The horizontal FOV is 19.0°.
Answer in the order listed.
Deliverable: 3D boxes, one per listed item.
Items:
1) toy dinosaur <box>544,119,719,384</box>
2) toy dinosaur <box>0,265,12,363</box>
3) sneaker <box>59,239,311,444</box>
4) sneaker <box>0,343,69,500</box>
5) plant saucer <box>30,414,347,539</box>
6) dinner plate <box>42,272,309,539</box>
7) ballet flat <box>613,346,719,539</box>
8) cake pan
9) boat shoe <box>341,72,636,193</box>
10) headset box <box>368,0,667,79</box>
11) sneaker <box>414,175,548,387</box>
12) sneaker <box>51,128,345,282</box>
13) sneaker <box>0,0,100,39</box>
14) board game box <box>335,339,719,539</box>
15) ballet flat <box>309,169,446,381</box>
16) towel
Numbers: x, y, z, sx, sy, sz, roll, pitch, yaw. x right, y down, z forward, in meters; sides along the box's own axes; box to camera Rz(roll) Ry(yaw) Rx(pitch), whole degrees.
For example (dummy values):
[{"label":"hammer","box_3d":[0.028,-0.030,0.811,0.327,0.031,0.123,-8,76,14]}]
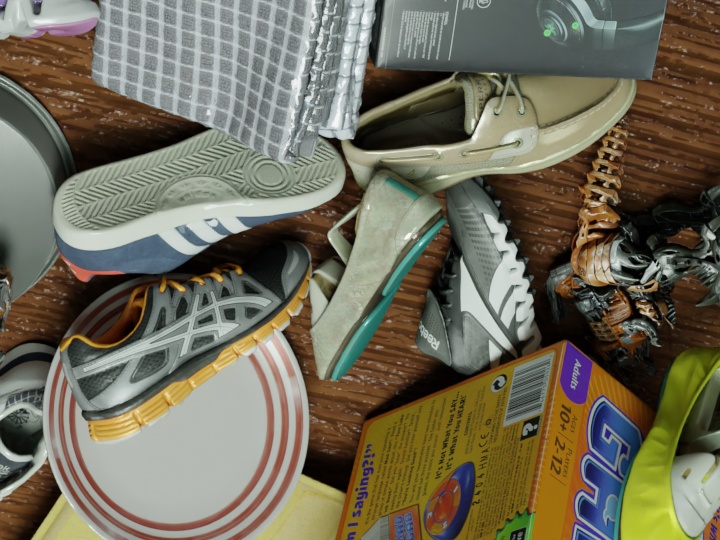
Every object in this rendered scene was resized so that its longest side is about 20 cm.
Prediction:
[{"label":"toy dinosaur","box_3d":[0.193,-0.006,1.499,0.136,0.102,0.200,-5,143,11]},{"label":"toy dinosaur","box_3d":[-0.305,0.052,1.345,0.136,0.200,0.102,29,123,14]},{"label":"sneaker","box_3d":[-0.114,0.032,1.438,0.200,0.078,0.077,-38,103,-28]},{"label":"sneaker","box_3d":[-0.273,0.139,1.497,0.076,0.081,0.200,33,110,-26]},{"label":"plant saucer","box_3d":[-0.135,0.194,1.571,0.200,0.048,0.200,27,111,-22]},{"label":"dinner plate","box_3d":[-0.128,0.102,1.479,0.200,0.024,0.200,5,80,-30]},{"label":"ballet flat","box_3d":[0.222,0.123,1.435,0.067,0.200,0.067,-13,125,35]},{"label":"cake pan","box_3d":[-0.286,-0.043,1.416,0.200,0.037,0.200,-5,120,-8]},{"label":"boat shoe","box_3d":[0.085,-0.104,1.421,0.200,0.072,0.065,-18,152,5]},{"label":"headset box","box_3d":[0.107,-0.219,1.357,0.200,0.093,0.174,1,118,-11]},{"label":"sneaker","box_3d":[0.077,0.023,1.503,0.090,0.066,0.200,-20,123,-2]},{"label":"sneaker","box_3d":[-0.109,-0.041,1.439,0.200,0.075,0.085,-11,148,-15]},{"label":"sneaker","box_3d":[-0.260,-0.185,1.323,0.200,0.080,0.089,-3,93,7]},{"label":"board game box","box_3d":[0.118,0.207,1.494,0.200,0.200,0.200,-25,128,40]},{"label":"ballet flat","box_3d":[0.000,0.000,1.467,0.062,0.067,0.200,39,137,7]},{"label":"towel","box_3d":[-0.079,-0.175,1.318,0.165,0.086,0.200,19,120,17]}]
